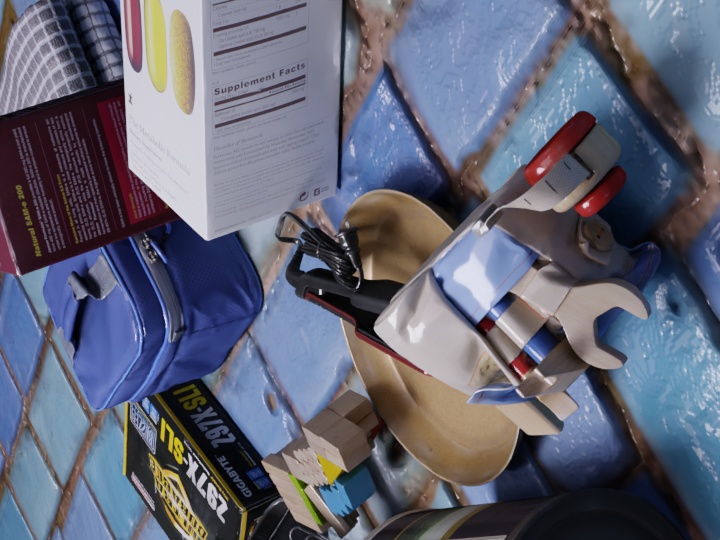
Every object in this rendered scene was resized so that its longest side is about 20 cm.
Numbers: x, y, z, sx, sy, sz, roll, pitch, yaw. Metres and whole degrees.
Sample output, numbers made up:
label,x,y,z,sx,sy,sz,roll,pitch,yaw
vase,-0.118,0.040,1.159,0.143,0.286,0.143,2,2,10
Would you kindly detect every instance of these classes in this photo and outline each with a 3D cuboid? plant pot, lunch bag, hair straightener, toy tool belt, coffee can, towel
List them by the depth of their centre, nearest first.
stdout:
label,x,y,z,sx,sy,sz,roll,pitch,yaw
toy tool belt,0.105,0.012,0.885,0.123,0.125,0.200,43,140,-1
coffee can,0.089,0.210,0.985,0.200,0.145,0.148,-21,90,61
plant pot,0.049,0.040,1.071,0.200,0.027,0.202,39,140,43
hair straightener,0.000,0.000,1.072,0.200,0.041,0.078,32,134,54
lunch bag,-0.177,0.020,1.334,0.137,0.132,0.200,60,150,15
towel,-0.247,-0.120,1.411,0.167,0.085,0.200,64,151,11

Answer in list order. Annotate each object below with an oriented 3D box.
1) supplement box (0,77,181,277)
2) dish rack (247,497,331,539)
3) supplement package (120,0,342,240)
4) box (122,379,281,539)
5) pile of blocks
label,x,y,z,sx,sy,sz,roll,pitch,yaw
supplement box,-0.183,-0.079,1.210,0.061,0.199,0.110,6,113,58
dish rack,-0.038,0.268,1.249,0.054,0.154,0.199,38,167,-32
supplement package,-0.086,-0.144,1.096,0.114,0.109,0.201,39,139,41
box,-0.143,0.188,1.472,0.200,0.049,0.161,48,143,34
pile of blocks,-0.010,0.140,1.204,0.082,0.062,0.200,52,159,4
